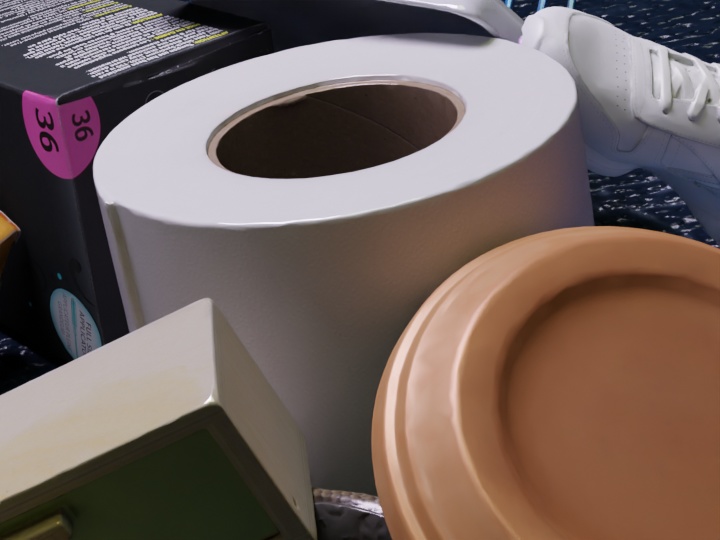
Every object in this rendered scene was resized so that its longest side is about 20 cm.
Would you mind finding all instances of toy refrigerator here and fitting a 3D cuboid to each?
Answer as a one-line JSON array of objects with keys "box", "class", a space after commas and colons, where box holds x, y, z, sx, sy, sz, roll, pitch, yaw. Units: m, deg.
[{"box": [-0.121, 0.095, 0.735, 0.200, 0.076, 0.070, -25, 33, 10], "class": "toy refrigerator"}]

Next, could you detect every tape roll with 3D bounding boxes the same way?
[{"box": [0.000, 0.000, 0.867, 0.202, 0.139, 0.203, -9, 25, 4], "class": "tape roll"}]

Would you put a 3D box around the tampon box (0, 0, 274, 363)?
[{"box": [-0.141, -0.055, 1.055, 0.126, 0.150, 0.200, -24, 28, -32], "class": "tampon box"}]

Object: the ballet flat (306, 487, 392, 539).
[{"box": [-0.021, 0.106, 0.775, 0.200, 0.068, 0.046, 3, 17, 37], "class": "ballet flat"}]

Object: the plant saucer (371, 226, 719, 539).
[{"box": [0.104, 0.062, 0.719, 0.200, 0.037, 0.200, 6, 54, -8], "class": "plant saucer"}]

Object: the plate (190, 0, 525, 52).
[{"box": [0.018, -0.116, 1.016, 0.199, 0.032, 0.200, 14, -9, 32], "class": "plate"}]

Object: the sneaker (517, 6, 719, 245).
[{"box": [0.158, -0.075, 0.938, 0.100, 0.200, 0.075, -33, 44, 40], "class": "sneaker"}]

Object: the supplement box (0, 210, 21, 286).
[{"box": [-0.249, 0.031, 0.954, 0.069, 0.067, 0.200, 42, 51, 9], "class": "supplement box"}]

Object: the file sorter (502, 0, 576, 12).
[{"box": [0.030, -0.170, 1.144, 0.138, 0.200, 0.123, 2, 61, 23], "class": "file sorter"}]
